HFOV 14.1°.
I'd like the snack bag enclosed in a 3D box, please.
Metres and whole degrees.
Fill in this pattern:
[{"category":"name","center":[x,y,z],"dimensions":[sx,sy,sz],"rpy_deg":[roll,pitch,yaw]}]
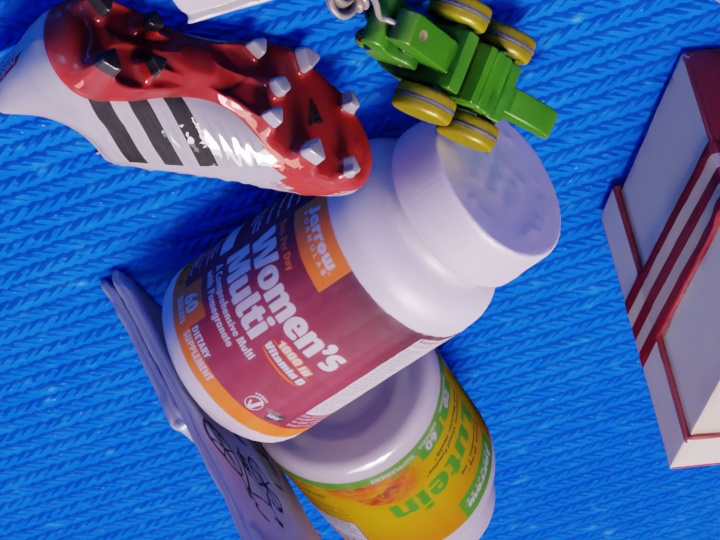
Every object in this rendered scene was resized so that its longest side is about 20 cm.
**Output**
[{"category":"snack bag","center":[-0.064,0.111,1.585],"dimensions":[0.021,0.200,0.189],"rpy_deg":[-32,150,4]}]

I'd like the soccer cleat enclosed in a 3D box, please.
[{"category":"soccer cleat","center":[-0.082,-0.075,1.374],"dimensions":[0.200,0.069,0.085],"rpy_deg":[17,149,-39]}]

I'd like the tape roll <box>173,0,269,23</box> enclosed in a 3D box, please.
[{"category":"tape roll","center":[-0.023,-0.204,1.011],"dimensions":[0.139,0.203,0.203],"rpy_deg":[-16,152,4]}]

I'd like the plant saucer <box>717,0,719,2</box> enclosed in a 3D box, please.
[{"category":"plant saucer","center":[0.246,-0.176,1.361],"dimensions":[0.200,0.032,0.200],"rpy_deg":[-11,153,-6]}]

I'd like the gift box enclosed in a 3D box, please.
[{"category":"gift box","center":[0.250,0.002,1.531],"dimensions":[0.199,0.185,0.187],"rpy_deg":[1,148,-13]}]

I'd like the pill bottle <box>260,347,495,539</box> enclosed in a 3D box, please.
[{"category":"pill bottle","center":[0.015,0.101,1.685],"dimensions":[0.111,0.111,0.200],"rpy_deg":[-18,152,9]}]

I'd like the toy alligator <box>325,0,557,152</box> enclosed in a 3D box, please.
[{"category":"toy alligator","center":[0.026,-0.106,1.376],"dimensions":[0.054,0.059,0.200],"rpy_deg":[18,174,38]}]

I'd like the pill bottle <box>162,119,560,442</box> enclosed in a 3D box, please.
[{"category":"pill bottle","center":[0.000,0.000,1.494],"dimensions":[0.109,0.110,0.200],"rpy_deg":[16,140,-43]}]
